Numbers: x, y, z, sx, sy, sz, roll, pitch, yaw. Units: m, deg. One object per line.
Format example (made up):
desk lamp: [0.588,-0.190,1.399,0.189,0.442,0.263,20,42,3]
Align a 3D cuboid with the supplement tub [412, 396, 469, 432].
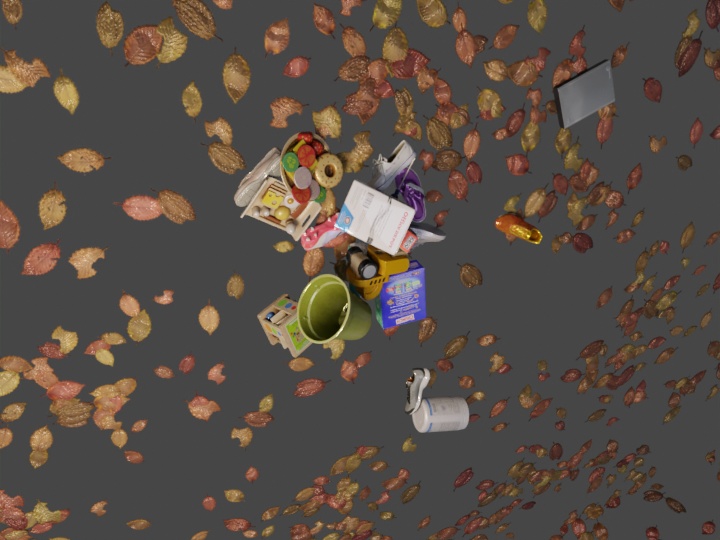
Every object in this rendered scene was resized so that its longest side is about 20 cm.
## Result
supplement tub: [0.317,0.571,2.103,0.196,0.132,0.135,4,115,-20]

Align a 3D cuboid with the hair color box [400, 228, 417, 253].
hair color box: [0.080,-0.145,1.634,0.199,0.102,0.062,37,102,-9]

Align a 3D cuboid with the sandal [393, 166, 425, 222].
sandal: [0.169,-0.241,1.681,0.081,0.050,0.205,-30,122,-2]

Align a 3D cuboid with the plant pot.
plant pot: [-0.062,0.133,1.610,0.201,0.201,0.183,-51,144,11]

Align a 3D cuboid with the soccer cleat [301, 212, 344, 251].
soccer cleat: [-0.094,-0.122,1.654,0.197,0.067,0.077,-25,153,-12]

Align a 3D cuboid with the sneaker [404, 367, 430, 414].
sneaker: [0.204,0.464,2.050,0.078,0.074,0.204,12,106,-14]

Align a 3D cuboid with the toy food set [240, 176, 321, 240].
toy food set: [-0.231,-0.174,1.542,0.198,0.061,0.144,21,122,-37]

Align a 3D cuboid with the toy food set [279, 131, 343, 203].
toy food set: [-0.145,-0.290,1.503,0.199,0.048,0.201,-53,127,-24]

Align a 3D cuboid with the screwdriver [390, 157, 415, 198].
screwdriver: [0.122,-0.264,1.635,0.029,0.028,0.202,-31,155,-46]

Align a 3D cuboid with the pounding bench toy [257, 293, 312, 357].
pounding bench toy: [-0.204,0.148,1.704,0.199,0.154,0.126,-39,126,-29]

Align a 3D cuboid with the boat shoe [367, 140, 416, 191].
boat shoe: [0.075,-0.317,1.596,0.201,0.075,0.086,-43,122,3]

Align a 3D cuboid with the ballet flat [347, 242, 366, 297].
ballet flat: [0.000,0.000,1.741,0.070,0.072,0.204,-9,119,-14]

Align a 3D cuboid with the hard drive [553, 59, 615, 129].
hard drive: [0.728,-0.572,1.715,0.197,0.033,0.141,-29,122,-3]

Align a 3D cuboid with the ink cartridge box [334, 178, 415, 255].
ink cartridge box: [0.042,-0.156,1.535,0.197,0.084,0.147,25,103,-5]

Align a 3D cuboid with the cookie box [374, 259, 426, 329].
cookie box: [0.135,0.083,1.821,0.167,0.075,0.204,-13,119,-13]

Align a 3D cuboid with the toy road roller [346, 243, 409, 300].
toy road roller: [0.049,0.003,1.663,0.196,0.123,0.149,-13,124,-23]

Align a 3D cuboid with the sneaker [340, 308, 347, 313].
sneaker: [-0.060,0.142,1.776,0.074,0.088,0.200,-39,121,4]

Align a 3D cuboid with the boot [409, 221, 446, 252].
boot: [0.180,-0.105,1.752,0.196,0.074,0.097,11,119,-14]

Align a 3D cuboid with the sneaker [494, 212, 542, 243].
sneaker: [0.558,-0.148,1.849,0.196,0.077,0.074,13,114,-22]

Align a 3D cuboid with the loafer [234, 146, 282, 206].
loafer: [-0.289,-0.268,1.513,0.199,0.063,0.072,-41,155,8]
